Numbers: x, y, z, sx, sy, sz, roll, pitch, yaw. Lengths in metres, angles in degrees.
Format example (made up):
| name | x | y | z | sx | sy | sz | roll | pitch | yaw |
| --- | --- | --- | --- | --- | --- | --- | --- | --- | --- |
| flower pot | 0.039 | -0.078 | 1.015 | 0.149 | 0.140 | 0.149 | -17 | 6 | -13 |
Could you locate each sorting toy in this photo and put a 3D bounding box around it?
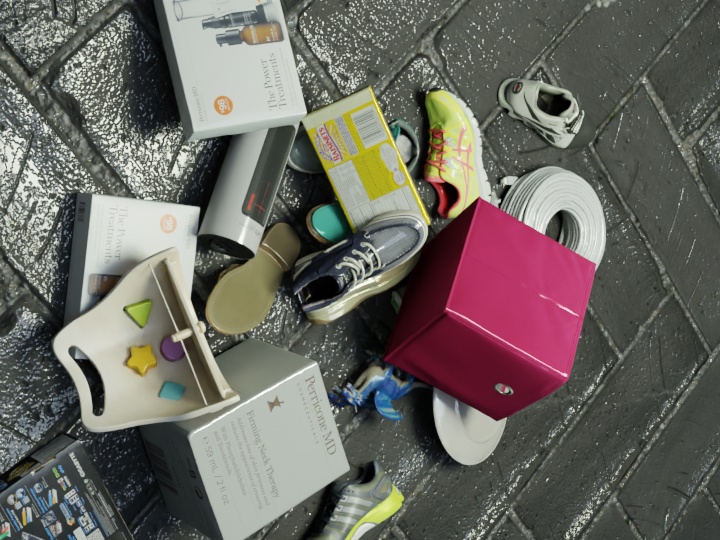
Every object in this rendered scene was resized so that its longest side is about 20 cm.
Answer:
| name | x | y | z | sx | sy | sz | roll | pitch | yaw |
| --- | --- | --- | --- | --- | --- | --- | --- | --- | --- |
| sorting toy | -0.266 | 0.104 | 1.491 | 0.178 | 0.107 | 0.202 | -21 | 79 | -16 |

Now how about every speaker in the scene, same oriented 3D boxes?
| name | x | y | z | sx | sy | sz | roll | pitch | yaw |
| --- | --- | --- | --- | --- | --- | --- | --- | --- | --- |
| speaker | -0.143 | -0.118 | 1.609 | 0.081 | 0.081 | 0.202 | 29 | 69 | -33 |

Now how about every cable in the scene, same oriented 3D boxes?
| name | x | y | z | sx | sy | sz | roll | pitch | yaw |
| --- | --- | --- | --- | --- | --- | --- | --- | --- | --- |
| cable | 0.301 | -0.061 | 1.950 | 0.199 | 0.069 | 0.202 | -17 | 105 | -33 |

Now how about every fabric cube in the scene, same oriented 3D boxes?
| name | x | y | z | sx | sy | sz | roll | pitch | yaw |
| --- | --- | --- | --- | --- | --- | --- | --- | --- | --- |
| fabric cube | 0.179 | 0.059 | 1.737 | 0.198 | 0.196 | 0.201 | 29 | 57 | -13 |

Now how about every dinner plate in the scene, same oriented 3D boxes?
| name | x | y | z | sx | sy | sz | roll | pitch | yaw |
| --- | --- | --- | --- | --- | --- | --- | --- | --- | --- |
| dinner plate | 0.176 | 0.192 | 1.886 | 0.199 | 0.024 | 0.203 | 1 | 89 | -51 |

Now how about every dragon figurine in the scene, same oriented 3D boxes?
| name | x | y | z | sx | sy | sz | roll | pitch | yaw |
| --- | --- | --- | --- | --- | --- | --- | --- | --- | --- |
| dragon figurine | 0.034 | 0.179 | 1.792 | 0.199 | 0.059 | 0.100 | 32 | 77 | -44 |

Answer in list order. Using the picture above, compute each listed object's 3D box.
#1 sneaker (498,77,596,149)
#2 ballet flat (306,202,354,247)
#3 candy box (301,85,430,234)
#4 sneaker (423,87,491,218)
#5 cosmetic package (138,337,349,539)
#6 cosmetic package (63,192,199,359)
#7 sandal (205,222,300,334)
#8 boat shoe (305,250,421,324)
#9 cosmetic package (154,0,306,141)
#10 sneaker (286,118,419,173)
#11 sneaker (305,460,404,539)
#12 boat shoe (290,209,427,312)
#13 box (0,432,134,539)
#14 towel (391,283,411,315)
| name | x | y | z | sx | sy | sz | roll | pitch | yaw |
| --- | --- | --- | --- | --- | --- | --- | --- | --- | --- |
| sneaker | 0.310 | -0.239 | 1.928 | 0.199 | 0.088 | 0.075 | 19 | 83 | -36 |
| ballet flat | -0.002 | -0.061 | 1.736 | 0.198 | 0.072 | 0.069 | -9 | 85 | -34 |
| candy box | 0.008 | -0.132 | 1.651 | 0.101 | 0.026 | 0.202 | -22 | 105 | 12 |
| sneaker | 0.127 | -0.165 | 1.814 | 0.090 | 0.078 | 0.202 | -29 | 111 | -27 |
| cosmetic package | -0.154 | 0.214 | 1.598 | 0.199 | 0.166 | 0.169 | -29 | 114 | -29 |
| cosmetic package | -0.286 | 0.011 | 1.559 | 0.150 | 0.051 | 0.202 | 5 | 92 | -37 |
| sandal | -0.153 | 0.022 | 1.647 | 0.078 | 0.069 | 0.212 | 48 | 46 | -14 |
| boat shoe | 0.000 | 0.000 | 1.747 | 0.199 | 0.072 | 0.065 | -32 | 113 | -22 |
| cosmetic package | -0.164 | -0.273 | 1.555 | 0.149 | 0.052 | 0.202 | -12 | 84 | -19 |
| sneaker | 0.002 | -0.163 | 1.698 | 0.198 | 0.120 | 0.085 | -7 | 99 | -34 |
| sneaker | -0.030 | 0.345 | 1.771 | 0.199 | 0.074 | 0.082 | -34 | 104 | -34 |
| boat shoe | -0.002 | -0.007 | 1.630 | 0.199 | 0.093 | 0.075 | -28 | 109 | 12 |
| box | -0.389 | 0.337 | 1.522 | 0.198 | 0.049 | 0.201 | -35 | 114 | -26 |
| towel | 0.149 | 0.066 | 1.854 | 0.199 | 0.023 | 0.154 | -21 | 82 | -31 |
